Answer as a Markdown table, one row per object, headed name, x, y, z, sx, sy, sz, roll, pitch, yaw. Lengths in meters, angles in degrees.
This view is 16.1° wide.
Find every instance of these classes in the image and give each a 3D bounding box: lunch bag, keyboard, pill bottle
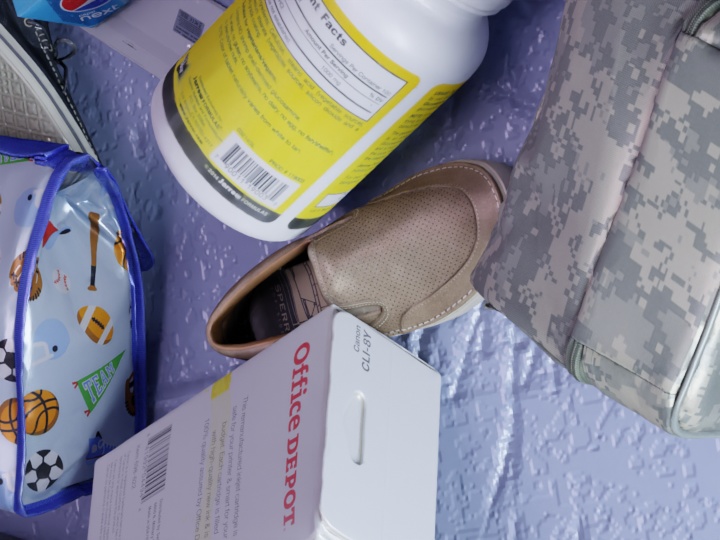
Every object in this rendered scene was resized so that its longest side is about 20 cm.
| name | x | y | z | sx | sy | sz | roll | pitch | yaw |
| --- | --- | --- | --- | --- | --- | --- | --- | --- | --- |
| lunch bag | -0.210 | 0.020 | 1.465 | 0.169 | 0.123 | 0.202 | 9 | 106 | 38 |
| lunch bag | 0.143 | -0.045 | 1.153 | 0.167 | 0.139 | 0.201 | 29 | 109 | 35 |
| keyboard | -0.099 | -0.131 | 1.440 | 0.199 | 0.011 | 0.057 | 34 | 107 | 34 |
| pill bottle | -0.007 | -0.115 | 1.293 | 0.200 | 0.112 | 0.113 | -42 | 66 | 29 |

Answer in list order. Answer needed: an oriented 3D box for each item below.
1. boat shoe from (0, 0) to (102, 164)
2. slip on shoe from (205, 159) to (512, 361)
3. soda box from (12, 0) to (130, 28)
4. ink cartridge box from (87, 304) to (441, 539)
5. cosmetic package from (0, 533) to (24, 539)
| name | x | y | z | sx | sy | sz | roll | pitch | yaw |
| --- | --- | --- | --- | --- | --- | --- | --- | --- | --- |
| boat shoe | -0.203 | -0.122 | 1.493 | 0.201 | 0.062 | 0.075 | 56 | 137 | 6 |
| slip on shoe | 0.000 | 0.000 | 1.326 | 0.199 | 0.060 | 0.077 | -23 | 77 | 38 |
| soda box | -0.183 | -0.245 | 1.463 | 0.068 | 0.064 | 0.201 | -30 | 70 | 34 |
| ink cartridge box | -0.053 | 0.133 | 1.325 | 0.200 | 0.083 | 0.146 | -34 | 38 | 36 |
| cosmetic package | -0.233 | 0.209 | 1.509 | 0.199 | 0.090 | 0.108 | 7 | 87 | 37 |
